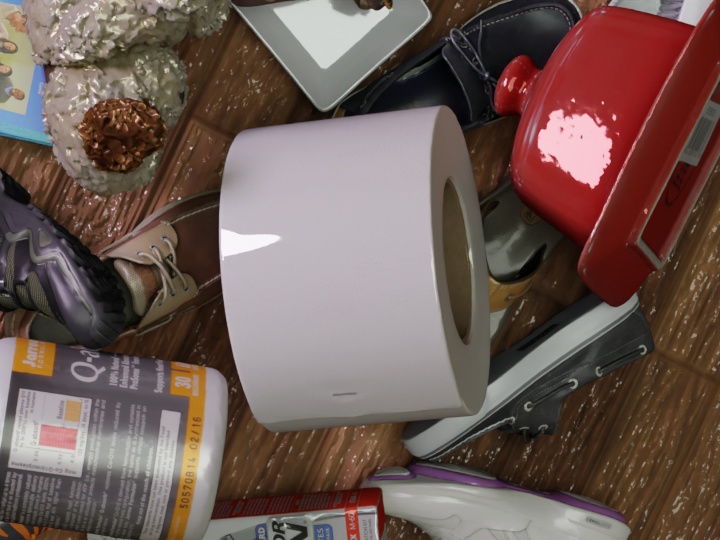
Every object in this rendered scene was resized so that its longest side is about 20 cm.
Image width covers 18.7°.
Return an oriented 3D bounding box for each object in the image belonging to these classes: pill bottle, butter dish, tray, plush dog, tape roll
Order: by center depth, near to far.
[{"bbox_3d":[-0.160,-0.133,1.375,0.159,0.200,0.174,-2,90,-2],"label":"plush dog"},{"bbox_3d":[-0.189,0.105,1.384,0.198,0.116,0.118,10,93,-10],"label":"pill bottle"},{"bbox_3d":[0.000,0.000,1.423,0.138,0.203,0.205,-5,96,13],"label":"tape roll"},{"bbox_3d":[0.158,-0.097,1.461,0.147,0.200,0.201,28,90,18],"label":"butter dish"},{"bbox_3d":[-0.051,-0.218,1.504,0.107,0.022,0.200,-41,101,-7],"label":"tray"}]

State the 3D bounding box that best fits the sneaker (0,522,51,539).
[{"bbox_3d":[-0.234,0.173,1.479,0.198,0.078,0.113,-15,112,-15],"label":"sneaker"}]

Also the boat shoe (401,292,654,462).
[{"bbox_3d":[0.124,0.086,1.547,0.199,0.070,0.067,-34,99,-15],"label":"boat shoe"}]

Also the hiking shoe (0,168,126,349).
[{"bbox_3d":[-0.232,0.004,1.421,0.101,0.200,0.076,-49,146,0],"label":"hiking shoe"}]

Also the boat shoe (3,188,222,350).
[{"bbox_3d":[-0.145,0.008,1.477,0.199,0.072,0.076,-31,100,-8],"label":"boat shoe"}]

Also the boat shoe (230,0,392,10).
[{"bbox_3d":[0.003,-0.212,1.478,0.198,0.072,0.073,-11,127,-21],"label":"boat shoe"}]

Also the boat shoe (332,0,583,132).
[{"bbox_3d":[0.073,-0.131,1.517,0.199,0.062,0.075,-28,98,-10],"label":"boat shoe"}]

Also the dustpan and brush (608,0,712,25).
[{"bbox_3d":[0.240,-0.198,1.546,0.138,0.057,0.202,17,91,-13],"label":"dustpan and brush"}]

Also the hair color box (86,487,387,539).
[{"bbox_3d":[-0.079,0.215,1.489,0.198,0.064,0.112,-6,96,6],"label":"hair color box"}]

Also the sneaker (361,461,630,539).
[{"bbox_3d":[0.092,0.194,1.540,0.198,0.075,0.101,16,91,-12],"label":"sneaker"}]

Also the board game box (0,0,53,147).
[{"bbox_3d":[-0.260,-0.170,1.452,0.198,0.045,0.154,12,92,-13],"label":"board game box"}]

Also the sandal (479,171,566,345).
[{"bbox_3d":[0.101,-0.008,1.536,0.082,0.055,0.200,45,85,-12],"label":"sandal"}]
